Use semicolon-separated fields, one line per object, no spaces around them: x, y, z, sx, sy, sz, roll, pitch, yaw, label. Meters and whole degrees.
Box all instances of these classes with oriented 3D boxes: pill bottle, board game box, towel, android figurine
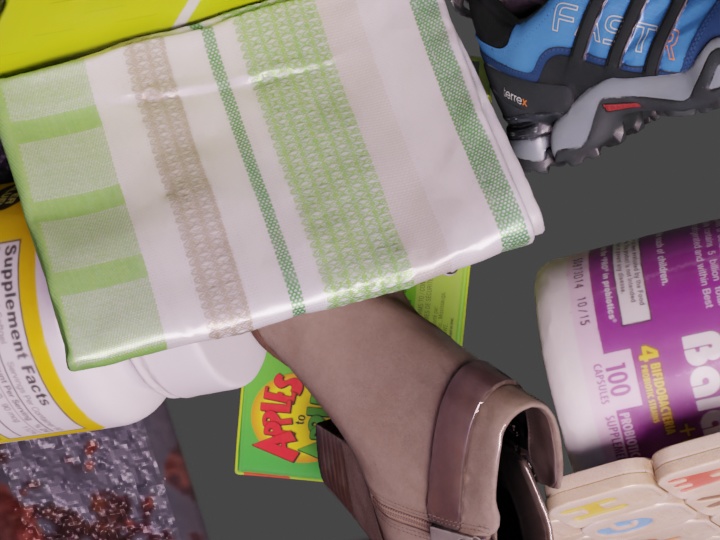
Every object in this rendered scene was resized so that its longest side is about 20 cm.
0.184;0.028;1.031;0.198;0.112;0.113;-14;114;11;pill bottle
0.000;0.000;1.065;0.101;0.048;0.201;6;116;2;board game box
-0.041;-0.048;0.954;0.198;0.150;0.031;-16;148;-10;towel
-0.095;-0.126;0.956;0.199;0.182;0.041;-16;76;-24;android figurine
-0.147;0.018;1.027;0.198;0.114;0.115;-9;116;21;pill bottle

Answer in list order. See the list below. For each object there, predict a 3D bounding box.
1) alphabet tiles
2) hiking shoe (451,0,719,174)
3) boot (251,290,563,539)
0.158;0.109;1.049;0.194;0.015;0.200;-17;157;19;alphabet tiles
0.123;-0.106;0.925;0.199;0.074;0.087;-23;97;35;hiking shoe
0.023;0.044;0.972;0.070;0.146;0.201;-27;116;-27;boot
